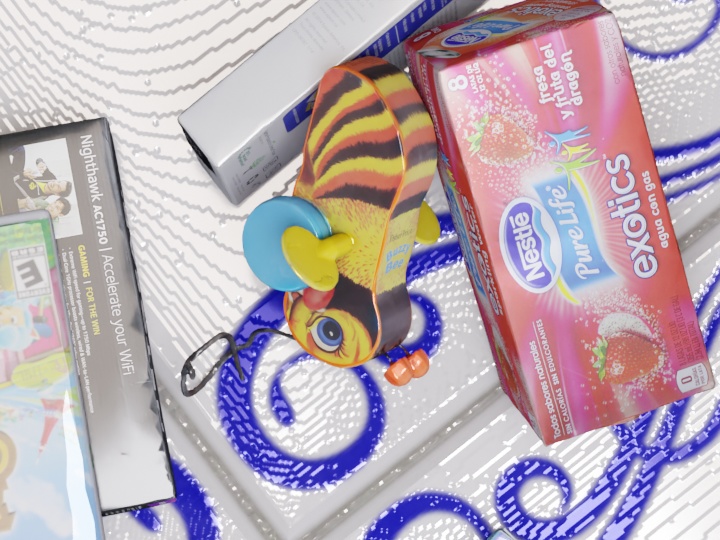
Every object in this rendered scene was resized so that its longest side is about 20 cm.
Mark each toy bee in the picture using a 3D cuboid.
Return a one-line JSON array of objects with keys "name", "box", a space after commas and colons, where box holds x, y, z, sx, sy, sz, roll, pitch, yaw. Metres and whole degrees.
[{"name": "toy bee", "box": [0.000, 0.000, 1.500, 0.108, 0.201, 0.131, 34, 48, 18]}]

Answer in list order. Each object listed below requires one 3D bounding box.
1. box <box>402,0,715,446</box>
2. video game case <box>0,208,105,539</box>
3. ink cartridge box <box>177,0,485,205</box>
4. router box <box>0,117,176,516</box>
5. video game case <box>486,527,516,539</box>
[{"name": "box", "box": [0.097, -0.028, 1.497, 0.095, 0.100, 0.201, -18, 105, -5]}, {"name": "video game case", "box": [-0.237, 0.076, 1.498, 0.198, 0.022, 0.183, -10, 88, -2]}, {"name": "ink cartridge box", "box": [-0.002, -0.116, 1.531, 0.200, 0.099, 0.039, -38, 80, -4]}, {"name": "router box", "box": [-0.183, 0.034, 1.541, 0.148, 0.051, 0.202, -10, 86, -3]}, {"name": "video game case", "box": [0.070, 0.265, 1.532, 0.181, 0.045, 0.200, 43, 86, 1]}]
